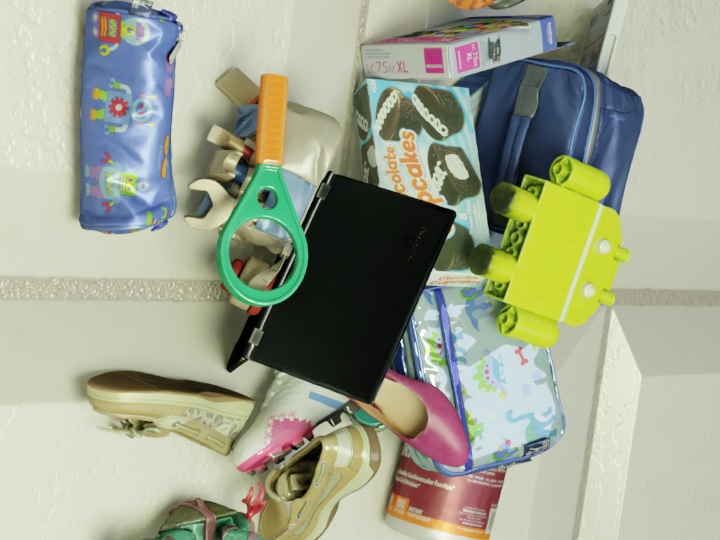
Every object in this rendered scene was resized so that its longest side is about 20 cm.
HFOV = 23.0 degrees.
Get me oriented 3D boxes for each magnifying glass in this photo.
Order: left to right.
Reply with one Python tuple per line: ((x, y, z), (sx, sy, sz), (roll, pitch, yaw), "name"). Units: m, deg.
((-0.081, -0.069, 1.526), (0.079, 0.022, 0.202), (7, 83, -19), "magnifying glass")

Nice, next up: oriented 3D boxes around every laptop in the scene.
((-0.023, 0.021, 1.604), (0.115, 0.200, 0.189), (27, 77, -7), "laptop")

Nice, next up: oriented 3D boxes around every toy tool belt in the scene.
((-0.107, -0.073, 1.590), (0.122, 0.125, 0.201), (26, 74, -7), "toy tool belt")

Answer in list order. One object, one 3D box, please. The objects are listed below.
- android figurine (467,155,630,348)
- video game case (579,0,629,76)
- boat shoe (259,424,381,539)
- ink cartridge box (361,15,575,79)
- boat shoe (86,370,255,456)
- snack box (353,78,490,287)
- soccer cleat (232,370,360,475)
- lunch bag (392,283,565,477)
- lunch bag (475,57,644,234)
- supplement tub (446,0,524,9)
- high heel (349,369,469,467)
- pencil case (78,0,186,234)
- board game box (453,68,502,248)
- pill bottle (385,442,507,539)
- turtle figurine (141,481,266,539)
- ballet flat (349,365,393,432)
((0.190, -0.016, 1.713), (0.199, 0.041, 0.184), (21, 90, -42), "android figurine")
((0.250, -0.201, 1.933), (0.018, 0.143, 0.202), (16, 87, -3), "video game case")
((-0.059, 0.203, 1.669), (0.076, 0.072, 0.200), (3, 141, -32), "boat shoe")
((0.110, -0.226, 1.765), (0.199, 0.119, 0.042), (-18, 107, -43), "ink cartridge box")
((-0.169, 0.131, 1.582), (0.199, 0.073, 0.063), (14, 93, -51), "boat shoe")
((0.061, -0.085, 1.716), (0.115, 0.037, 0.202), (3, 68, -25), "snack box")
((-0.068, 0.126, 1.694), (0.199, 0.070, 0.087), (-29, 82, -49), "soccer cleat")
((0.111, 0.099, 1.759), (0.159, 0.082, 0.202), (-10, 94, -22), "lunch bag")
((0.186, -0.113, 1.800), (0.132, 0.135, 0.202), (11, 93, -47), "lunch bag")
((0.163, -0.340, 1.795), (0.199, 0.122, 0.124), (-31, 121, -39), "supplement tub")
((0.015, 0.125, 1.667), (0.068, 0.200, 0.096), (-52, 172, 30), "high heel")
((-0.192, -0.129, 1.487), (0.078, 0.086, 0.202), (-43, 138, -75), "pencil case")
((0.123, -0.096, 1.869), (0.200, 0.043, 0.200), (-40, 125, -34), "board game box")
((0.103, 0.185, 1.863), (0.114, 0.114, 0.202), (17, 87, -48), "pill bottle")
((-0.150, 0.260, 1.616), (0.199, 0.150, 0.101), (-2, 61, -44), "turtle figurine")
((0.040, 0.074, 1.811), (0.074, 0.074, 0.201), (41, 73, -44), "ballet flat")
